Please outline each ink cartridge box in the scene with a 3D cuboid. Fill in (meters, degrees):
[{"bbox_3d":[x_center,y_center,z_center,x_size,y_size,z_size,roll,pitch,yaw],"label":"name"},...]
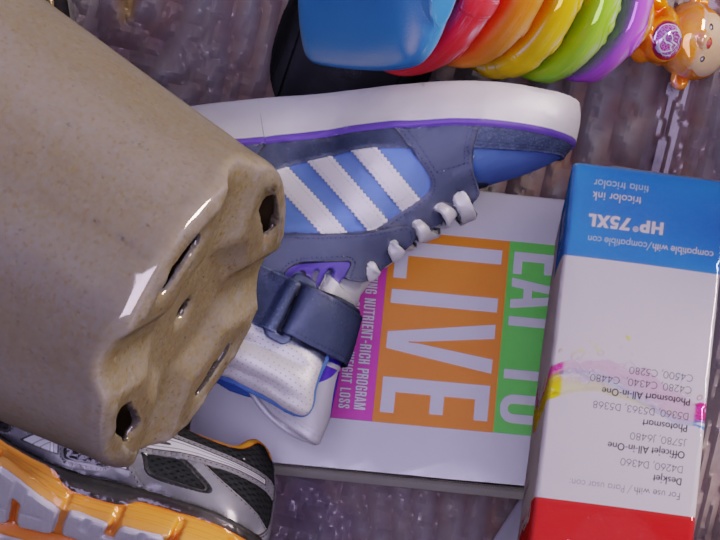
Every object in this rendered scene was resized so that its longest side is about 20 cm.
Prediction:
[{"bbox_3d":[0.104,0.070,1.150,0.067,0.116,0.201,8,74,2],"label":"ink cartridge box"}]

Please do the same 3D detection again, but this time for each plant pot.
[{"bbox_3d":[-0.138,-0.021,1.105,0.183,0.200,0.201,29,94,16],"label":"plant pot"}]

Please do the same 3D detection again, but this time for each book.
[{"bbox_3d":[0.029,0.029,1.246,0.198,0.048,0.135,5,78,2],"label":"book"}]

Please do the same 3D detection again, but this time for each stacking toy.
[{"bbox_3d":[0.083,-0.119,1.201,0.199,0.110,0.117,17,85,-32],"label":"stacking toy"}]

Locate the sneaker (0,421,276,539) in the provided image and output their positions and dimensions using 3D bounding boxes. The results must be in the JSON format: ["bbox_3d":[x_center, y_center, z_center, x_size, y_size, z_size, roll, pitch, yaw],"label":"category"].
[{"bbox_3d":[-0.127,0.081,1.179,0.199,0.078,0.078,23,51,-2],"label":"sneaker"}]

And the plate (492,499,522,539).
[{"bbox_3d":[0.113,0.220,1.264,0.199,0.032,0.201,35,93,1],"label":"plate"}]

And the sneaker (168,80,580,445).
[{"bbox_3d":[0.000,0.000,1.197,0.198,0.081,0.148,-4,84,-3],"label":"sneaker"}]

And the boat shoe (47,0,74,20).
[{"bbox_3d":[-0.171,-0.172,1.239,0.071,0.061,0.203,-16,92,3],"label":"boat shoe"}]

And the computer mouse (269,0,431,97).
[{"bbox_3d":[-0.003,-0.166,1.240,0.140,0.046,0.201,30,94,-1],"label":"computer mouse"}]
